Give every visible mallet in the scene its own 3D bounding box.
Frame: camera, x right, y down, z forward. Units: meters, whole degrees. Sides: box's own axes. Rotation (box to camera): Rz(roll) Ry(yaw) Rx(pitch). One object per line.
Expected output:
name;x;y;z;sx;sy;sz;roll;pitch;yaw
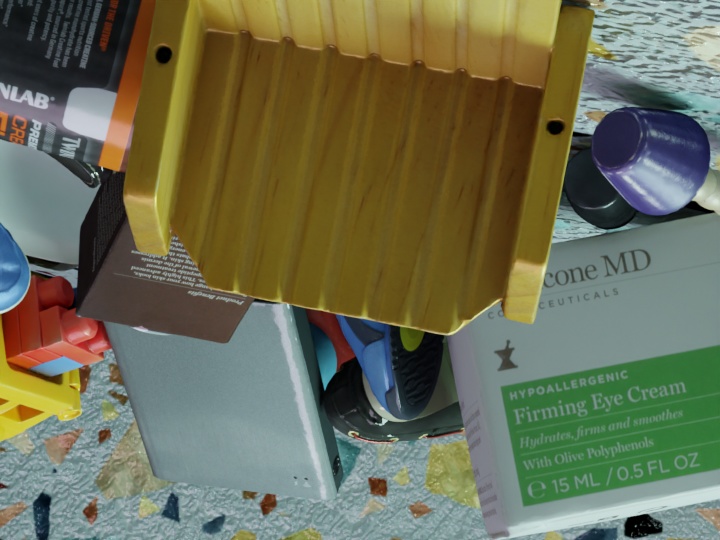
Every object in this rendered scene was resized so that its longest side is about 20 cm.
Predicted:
mallet;0.070;-0.070;1.298;0.199;0.041;0.066;17;174;10

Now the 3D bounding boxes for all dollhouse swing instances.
dollhouse swing;-0.005;-0.068;0.971;0.199;0.183;0.176;11;-178;4

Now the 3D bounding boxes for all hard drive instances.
hard drive;-0.094;0.074;1.480;0.139;0.033;0.201;5;136;17

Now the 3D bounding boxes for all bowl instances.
bowl;-0.190;-0.081;1.395;0.200;0.091;0.201;9;160;4

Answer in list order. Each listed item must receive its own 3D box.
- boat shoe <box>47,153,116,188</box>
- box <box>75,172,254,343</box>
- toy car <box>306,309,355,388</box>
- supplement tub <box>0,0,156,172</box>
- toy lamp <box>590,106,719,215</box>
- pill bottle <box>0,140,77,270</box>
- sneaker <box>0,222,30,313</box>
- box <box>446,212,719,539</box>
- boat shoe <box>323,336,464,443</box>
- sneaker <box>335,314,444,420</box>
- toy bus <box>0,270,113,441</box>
boat shoe;-0.221;-0.106;1.216;0.201;0.066;0.072;41;166;-20
box;-0.091;-0.044;1.267;0.100;0.075;0.200;11;141;-20
toy car;0.024;-0.002;1.576;0.199;0.178;0.184;-20;175;18
supplement tub;-0.151;-0.112;1.107;0.199;0.108;0.107;15;172;-6
toy lamp;0.195;-0.043;1.182;0.058;0.059;0.199;7;172;43
pill bottle;-0.231;-0.066;1.536;0.199;0.120;0.119;18;171;-29
sneaker;-0.260;-0.029;1.327;0.111;0.077;0.200;1;151;48
box;0.164;0.068;1.382;0.198;0.172;0.200;-11;172;-2
boat shoe;0.061;0.076;1.513;0.201;0.074;0.063;-5;165;-43
sneaker;0.000;0.000;1.406;0.078;0.201;0.066;0;-158;34
toy bus;-0.271;0.047;1.485;0.191;0.137;0.200;-18;157;26
